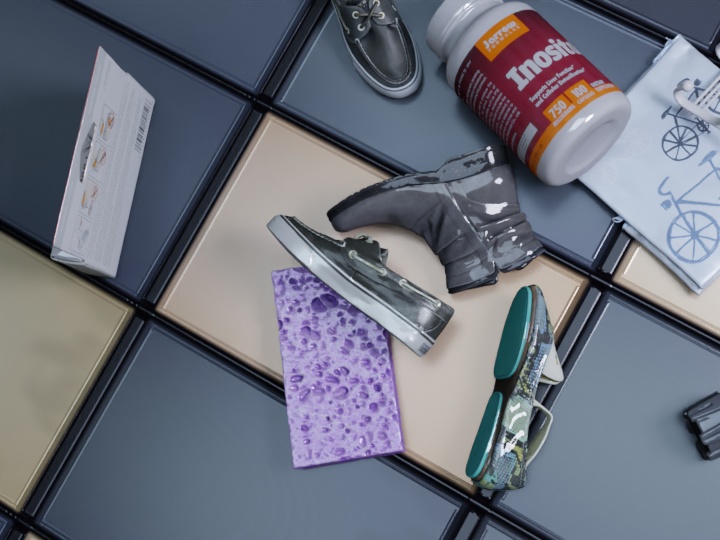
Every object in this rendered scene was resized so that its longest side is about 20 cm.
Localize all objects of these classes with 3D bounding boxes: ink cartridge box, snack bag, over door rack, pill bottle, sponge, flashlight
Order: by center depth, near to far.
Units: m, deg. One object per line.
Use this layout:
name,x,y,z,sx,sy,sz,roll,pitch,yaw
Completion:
flashlight,0.398,0.105,1.101,0.199,0.068,0.068,-26,79,3
over door rack,0.421,-0.162,1.126,0.200,0.067,0.148,42,77,16
pill bottle,0.157,-0.186,1.160,0.113,0.113,0.200,-42,69,0
snack bag,0.322,-0.107,1.174,0.200,0.021,0.189,43,88,16
ink cartridge box,-0.269,-0.105,1.187,0.043,0.174,0.201,10,82,10
sponge,-0.023,0.091,1.189,0.111,0.030,0.201,-9,79,7

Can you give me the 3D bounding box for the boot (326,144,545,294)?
boot,0.072,-0.035,1.179,0.199,0.070,0.132,-18,91,17

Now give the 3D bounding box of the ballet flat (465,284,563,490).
ballet flat,0.158,0.116,1.146,0.074,0.074,0.201,17,85,11

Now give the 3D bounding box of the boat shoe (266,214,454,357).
boat shoe,0.000,0.000,1.155,0.200,0.071,0.064,37,88,6

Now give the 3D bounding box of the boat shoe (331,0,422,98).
boat shoe,0.002,-0.271,1.232,0.068,0.057,0.201,-26,77,4
